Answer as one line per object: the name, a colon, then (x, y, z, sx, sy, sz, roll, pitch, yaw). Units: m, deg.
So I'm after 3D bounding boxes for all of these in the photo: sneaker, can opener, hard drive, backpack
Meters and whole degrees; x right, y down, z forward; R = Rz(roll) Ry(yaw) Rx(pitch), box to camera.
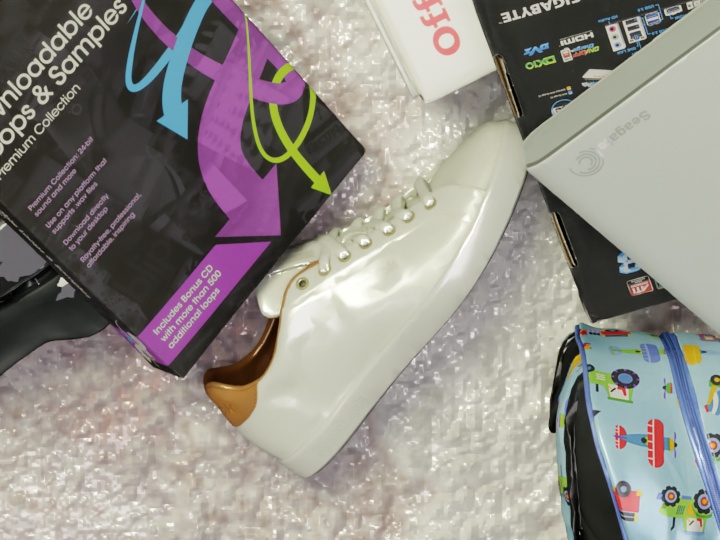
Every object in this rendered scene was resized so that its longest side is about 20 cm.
sneaker: (0.000, 0.000, 1.142, 0.085, 0.073, 0.200, 35, 98, -13)
can opener: (-0.186, 0.037, 1.138, 0.200, 0.063, 0.079, -43, 100, 1)
hard drive: (0.186, -0.031, 1.068, 0.132, 0.026, 0.200, -37, 124, 25)
backpack: (0.161, 0.116, 1.127, 0.134, 0.183, 0.200, -14, 98, 6)

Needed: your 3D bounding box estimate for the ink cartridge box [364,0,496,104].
ink cartridge box: (0.080, -0.187, 1.105, 0.200, 0.083, 0.145, -26, 103, 0)

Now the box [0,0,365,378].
box: (-0.105, -0.068, 1.087, 0.200, 0.036, 0.143, 46, 75, -29)

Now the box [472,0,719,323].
box: (0.167, -0.085, 1.069, 0.200, 0.050, 0.199, -16, 130, 11)
